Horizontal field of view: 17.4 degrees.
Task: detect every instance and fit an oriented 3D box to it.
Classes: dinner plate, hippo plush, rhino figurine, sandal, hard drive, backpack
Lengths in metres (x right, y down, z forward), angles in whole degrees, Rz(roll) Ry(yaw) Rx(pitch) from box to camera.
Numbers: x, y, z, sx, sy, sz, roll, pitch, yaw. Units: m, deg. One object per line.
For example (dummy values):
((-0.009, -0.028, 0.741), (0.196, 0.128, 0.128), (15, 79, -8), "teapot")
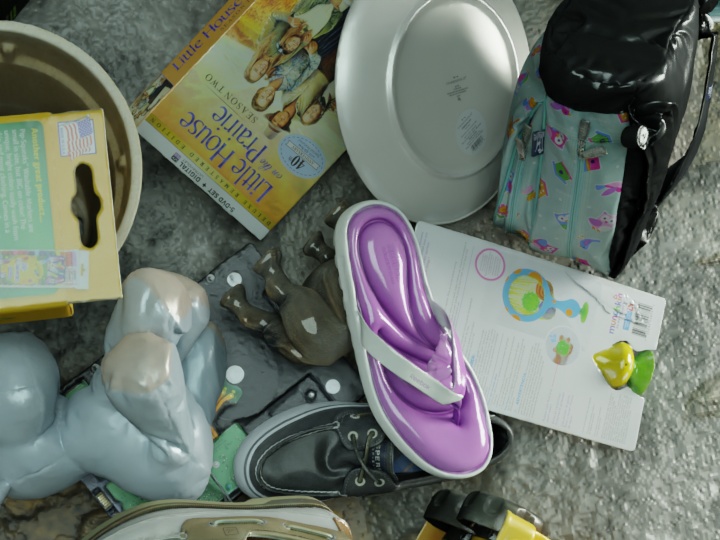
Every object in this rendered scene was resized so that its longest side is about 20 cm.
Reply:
((0.061, -0.132, 1.664), (0.200, 0.024, 0.200), (-6, 98, -44), "dinner plate")
((-0.180, 0.091, 1.589), (0.161, 0.159, 0.200), (-6, 123, 11), "hippo plush")
((0.000, 0.000, 1.662), (0.200, 0.060, 0.087), (-35, 78, -36), "rhino figurine")
((0.035, 0.048, 1.595), (0.082, 0.050, 0.203), (-24, 89, -27), "sandal")
((-0.113, 0.095, 1.663), (0.200, 0.038, 0.140), (-39, 85, -11), "hard drive")
((0.166, -0.098, 1.647), (0.127, 0.200, 0.167), (23, 44, 16), "backpack")

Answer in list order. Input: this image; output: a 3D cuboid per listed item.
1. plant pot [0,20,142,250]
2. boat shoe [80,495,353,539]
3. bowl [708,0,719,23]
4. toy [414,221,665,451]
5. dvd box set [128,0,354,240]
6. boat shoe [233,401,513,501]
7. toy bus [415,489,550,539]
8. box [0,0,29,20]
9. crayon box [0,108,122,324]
((-0.249, -0.050, 1.602), (0.200, 0.183, 0.200), (1, 80, -5), "plant pot")
((-0.093, 0.188, 1.508), (0.200, 0.068, 0.075), (-11, 111, -27), "boat shoe")
((0.237, -0.267, 1.723), (0.201, 0.105, 0.201), (1, 83, -9), "bowl")
((0.113, 0.049, 1.676), (0.200, 0.047, 0.115), (16, 79, -15), "toy")
((-0.051, -0.136, 1.651), (0.200, 0.029, 0.146), (-46, 128, 1), "dvd box set")
((0.014, 0.127, 1.630), (0.200, 0.066, 0.070), (-3, 95, -23), "boat shoe")
((0.118, 0.246, 1.581), (0.192, 0.200, 0.136), (27, 79, -8), "toy bus")
((-0.332, -0.202, 1.652), (0.149, 0.124, 0.200), (38, 78, 2), "box")
((-0.255, -0.028, 1.478), (0.200, 0.052, 0.126), (-6, 81, -6), "crayon box")
